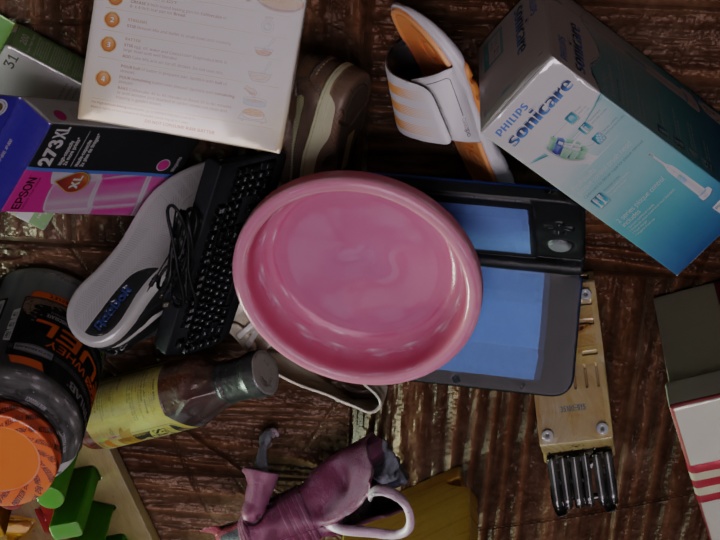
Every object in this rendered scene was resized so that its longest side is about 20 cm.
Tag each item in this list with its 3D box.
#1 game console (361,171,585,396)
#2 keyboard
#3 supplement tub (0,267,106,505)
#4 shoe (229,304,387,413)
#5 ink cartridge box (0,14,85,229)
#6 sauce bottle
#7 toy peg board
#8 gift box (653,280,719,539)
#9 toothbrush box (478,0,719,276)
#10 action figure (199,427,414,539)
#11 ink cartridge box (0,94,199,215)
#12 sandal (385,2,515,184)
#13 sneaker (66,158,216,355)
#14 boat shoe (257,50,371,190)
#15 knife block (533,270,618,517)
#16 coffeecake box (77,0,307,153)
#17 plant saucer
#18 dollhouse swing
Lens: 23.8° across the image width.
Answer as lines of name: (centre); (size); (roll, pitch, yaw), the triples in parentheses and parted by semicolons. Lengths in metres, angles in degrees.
game console: (0.079, 0.012, 1.388); (0.200, 0.119, 0.171); (5, 157, 10)
keyboard: (-0.116, -0.002, 1.363); (0.104, 0.040, 0.200); (-13, 135, -38)
supplement tub: (-0.284, 0.097, 1.436); (0.122, 0.200, 0.123); (1, 124, 2)
shoe: (-0.055, 0.060, 1.486); (0.200, 0.053, 0.070); (34, 120, -18)
ink cartridge box: (-0.310, -0.139, 1.377); (0.200, 0.048, 0.146); (28, 121, -17)
sauce bottle: (-0.163, 0.111, 1.494); (0.200, 0.066, 0.066); (-15, 122, 32)
toy peg board: (-0.315, 0.240, 1.593); (0.199, 0.098, 0.200); (-13, 121, 11)
gift box: (0.357, 0.106, 1.416); (0.200, 0.187, 0.185); (-19, 121, 16)
toothbrush box: (0.191, -0.112, 1.307); (0.200, 0.147, 0.085); (34, 118, -19)
action figure: (-0.048, 0.228, 1.549); (0.200, 0.149, 0.134); (-24, 126, 2)
ink cartridge box: (-0.226, -0.089, 1.343); (0.200, 0.037, 0.095); (2, 134, -45)
sandal: (0.065, -0.113, 1.345); (0.059, 0.079, 0.207); (-35, 121, -11)
sneaker: (-0.160, -0.013, 1.438); (0.200, 0.112, 0.073); (-43, 81, -2)
boat shoe: (-0.047, -0.092, 1.389); (0.075, 0.075, 0.203); (28, 127, 15)
knife block: (0.189, 0.115, 1.516); (0.064, 0.176, 0.200); (-7, 78, 6)
coffeecake box: (-0.117, -0.200, 1.267); (0.153, 0.073, 0.200); (10, 99, -3)
plant saucer: (0.000, 0.000, 1.356); (0.200, 0.051, 0.201); (6, 126, 8)
dollhouse swing: (0.066, 0.332, 1.570); (0.182, 0.200, 0.176); (-26, 117, 18)
